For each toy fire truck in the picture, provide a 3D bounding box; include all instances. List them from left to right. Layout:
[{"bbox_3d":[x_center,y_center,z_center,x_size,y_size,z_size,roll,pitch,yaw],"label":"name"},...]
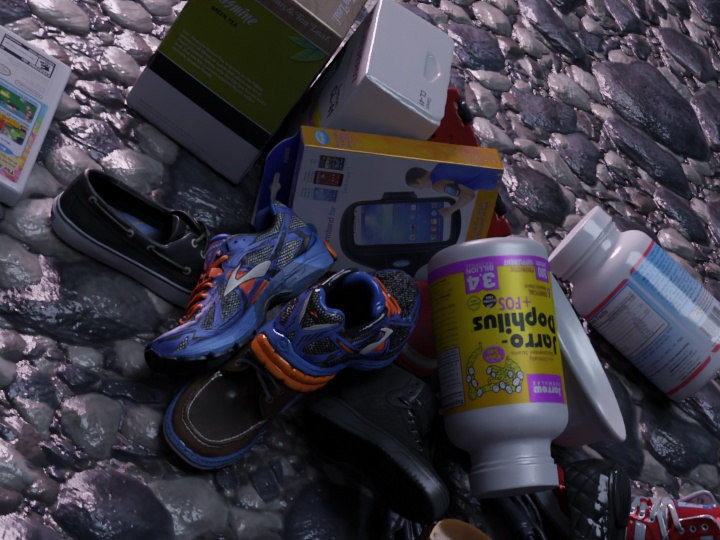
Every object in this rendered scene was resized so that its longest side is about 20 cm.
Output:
[{"bbox_3d":[0.105,-0.067,1.500,0.141,0.048,0.202,53,17,-85],"label":"toy fire truck"}]

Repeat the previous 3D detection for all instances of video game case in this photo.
[{"bbox_3d":[-0.346,-0.161,1.292,0.199,0.024,0.183,30,37,-18],"label":"video game case"}]

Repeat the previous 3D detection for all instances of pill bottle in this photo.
[{"bbox_3d":[0.115,0.081,1.298,0.103,0.104,0.203,5,73,-41],"label":"pill bottle"},{"bbox_3d":[0.290,0.031,1.630,0.200,0.109,0.109,43,35,2],"label":"pill bottle"}]

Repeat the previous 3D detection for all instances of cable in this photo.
[{"bbox_3d":[0.097,0.199,1.317,0.162,0.051,0.201,34,35,-12],"label":"cable"}]

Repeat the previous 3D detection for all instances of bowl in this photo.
[{"bbox_3d":[0.158,0.082,1.436,0.202,0.090,0.202,57,14,-22],"label":"bowl"}]

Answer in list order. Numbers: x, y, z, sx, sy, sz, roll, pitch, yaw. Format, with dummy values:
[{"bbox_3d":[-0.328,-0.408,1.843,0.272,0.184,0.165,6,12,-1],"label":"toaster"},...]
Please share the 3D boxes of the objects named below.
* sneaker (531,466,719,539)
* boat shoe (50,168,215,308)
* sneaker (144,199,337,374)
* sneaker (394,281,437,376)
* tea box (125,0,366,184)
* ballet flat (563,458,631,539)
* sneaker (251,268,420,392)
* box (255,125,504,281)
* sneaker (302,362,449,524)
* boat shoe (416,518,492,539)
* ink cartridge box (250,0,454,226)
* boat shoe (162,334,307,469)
[{"bbox_3d":[0.243,0.212,1.380,0.200,0.113,0.071,42,16,-4],"label":"sneaker"},{"bbox_3d":[-0.157,-0.021,1.297,0.198,0.057,0.069,25,38,-23],"label":"boat shoe"},{"bbox_3d":[-0.107,0.014,1.262,0.079,0.075,0.200,55,49,-7],"label":"sneaker"},{"bbox_3d":[0.078,0.009,1.466,0.073,0.087,0.201,31,36,-17],"label":"sneaker"},{"bbox_3d":[-0.089,-0.227,1.457,0.133,0.197,0.201,36,35,-8],"label":"tea box"},{"bbox_3d":[0.187,0.255,1.311,0.066,0.056,0.202,39,55,-47],"label":"ballet flat"},{"bbox_3d":[-0.001,0.035,1.235,0.075,0.079,0.200,47,30,9],"label":"sneaker"},{"bbox_3d":[0.013,-0.054,1.342,0.197,0.120,0.042,4,32,-14],"label":"box"},{"bbox_3d":[0.029,0.123,1.266,0.103,0.061,0.199,-27,36,-29],"label":"sneaker"},{"bbox_3d":[0.105,0.275,1.213,0.200,0.070,0.070,49,54,-10],"label":"boat shoe"},{"bbox_3d":[-0.008,-0.126,1.427,0.085,0.200,0.148,29,37,-15],"label":"ink cartridge box"},{"bbox_3d":[-0.082,0.084,1.245,0.072,0.072,0.200,44,35,4],"label":"boat shoe"}]
